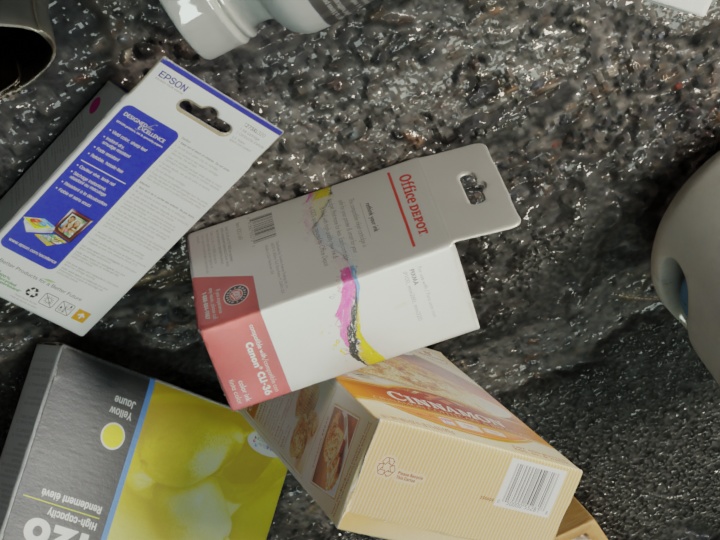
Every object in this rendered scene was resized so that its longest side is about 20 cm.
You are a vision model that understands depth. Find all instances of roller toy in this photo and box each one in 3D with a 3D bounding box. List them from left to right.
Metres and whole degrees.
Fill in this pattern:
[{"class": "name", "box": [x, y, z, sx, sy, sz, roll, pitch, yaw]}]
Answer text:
[{"class": "roller toy", "box": [0.291, -0.007, 1.103, 0.181, 0.140, 0.201, 6, 129, -35]}]

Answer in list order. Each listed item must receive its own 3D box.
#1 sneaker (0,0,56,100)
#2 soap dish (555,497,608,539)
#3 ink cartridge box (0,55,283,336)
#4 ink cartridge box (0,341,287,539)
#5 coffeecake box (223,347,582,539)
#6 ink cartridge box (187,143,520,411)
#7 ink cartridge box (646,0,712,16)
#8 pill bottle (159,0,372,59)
[{"class": "sneaker", "box": [-0.252, -0.120, 0.857, 0.199, 0.107, 0.075, -20, 135, 3]}, {"class": "soap dish", "box": [0.146, 0.269, 1.361, 0.157, 0.082, 0.200, -27, 134, 10]}, {"class": "ink cartridge box", "box": [-0.146, -0.047, 1.009, 0.094, 0.037, 0.200, 29, 121, -35]}, {"class": "ink cartridge box", "box": [-0.154, 0.172, 1.122, 0.197, 0.201, 0.047, 24, 165, -34]}, {"class": "coffeecake box", "box": [0.021, 0.103, 1.078, 0.153, 0.200, 0.074, 16, 101, -29]}, {"class": "ink cartridge box", "box": [0.000, 0.000, 1.032, 0.199, 0.117, 0.068, -18, 122, 2]}, {"class": "ink cartridge box", "box": [0.163, -0.250, 0.821, 0.084, 0.145, 0.201, 15, 129, -6]}, {"class": "pill bottle", "box": [-0.012, -0.190, 0.859, 0.199, 0.111, 0.111, -28, 134, 10]}]
